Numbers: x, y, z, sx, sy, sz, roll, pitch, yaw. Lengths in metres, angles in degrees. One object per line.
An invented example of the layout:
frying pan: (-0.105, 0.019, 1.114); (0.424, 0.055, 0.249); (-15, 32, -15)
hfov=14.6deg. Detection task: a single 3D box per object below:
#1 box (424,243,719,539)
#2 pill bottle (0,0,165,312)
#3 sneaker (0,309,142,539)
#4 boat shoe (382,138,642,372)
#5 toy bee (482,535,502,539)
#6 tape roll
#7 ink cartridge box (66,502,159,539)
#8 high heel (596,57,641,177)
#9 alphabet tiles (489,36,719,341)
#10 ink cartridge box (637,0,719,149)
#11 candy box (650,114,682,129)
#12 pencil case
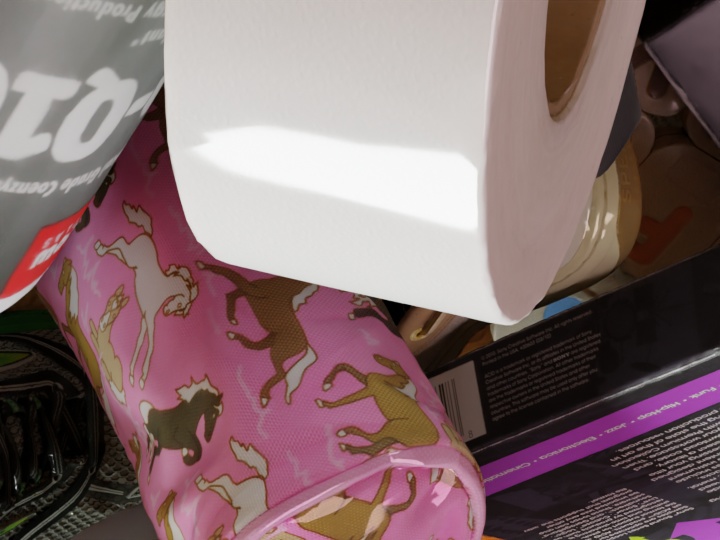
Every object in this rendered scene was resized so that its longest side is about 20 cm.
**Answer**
box: (0.110, 0.050, 0.865); (0.143, 0.036, 0.200); (-25, 152, 31)
pill bottle: (-0.106, -0.059, 0.680); (0.114, 0.114, 0.200); (2, 135, -40)
sneaker: (-0.118, 0.059, 0.821); (0.200, 0.078, 0.085); (-14, -172, -41)
boat shoe: (0.000, 0.000, 0.837); (0.066, 0.074, 0.200); (2, 154, -34)
toy bee: (0.008, 0.094, 0.973); (0.199, 0.131, 0.109); (-8, 115, 7)
tape roll: (0.022, -0.091, 0.627); (0.071, 0.203, 0.203); (12, 147, 12)
ink cartridge box: (-0.034, 0.184, 0.789); (0.144, 0.147, 0.201); (-26, 120, -49)
high heel: (0.047, -0.116, 0.794); (0.200, 0.142, 0.072); (-52, 150, -33)
alphabet tiles: (0.112, -0.038, 0.888); (0.200, 0.015, 0.196); (30, 114, -25)
ink cartridge box: (0.173, -0.036, 0.873); (0.095, 0.037, 0.200); (-35, 123, 12)
candy box: (0.207, -0.077, 0.950); (0.200, 0.061, 0.136); (-42, 143, 18)
pencil case: (-0.041, 0.014, 0.746); (0.083, 0.200, 0.087); (-22, 140, -14)
